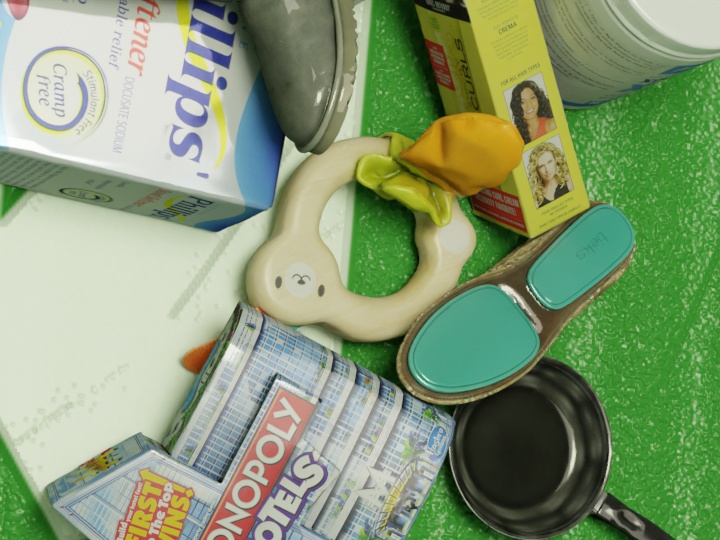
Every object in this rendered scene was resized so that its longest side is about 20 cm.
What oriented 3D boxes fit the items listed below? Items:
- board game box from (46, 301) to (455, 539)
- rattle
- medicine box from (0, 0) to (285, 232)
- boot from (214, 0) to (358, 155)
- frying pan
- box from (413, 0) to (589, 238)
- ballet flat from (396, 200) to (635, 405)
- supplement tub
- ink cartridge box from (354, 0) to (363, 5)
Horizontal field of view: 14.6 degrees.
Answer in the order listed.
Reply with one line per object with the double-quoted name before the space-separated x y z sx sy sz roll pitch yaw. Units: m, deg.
"board game box" -0.072 0.132 1.653 0.199 0.062 0.201 28 91 -12
"rattle" 0.000 0.000 1.680 0.200 0.143 0.131 -35 115 -27
"medicine box" -0.143 -0.136 1.655 0.199 0.103 0.183 12 80 -19
"boot" -0.104 -0.161 1.580 0.199 0.073 0.183 7 67 -27
"frying pan" 0.137 0.119 1.771 0.189 0.031 0.116 16 78 -22
"box" 0.080 -0.124 1.720 0.050 0.075 0.201 -28 117 -21
"ballet flat" 0.091 0.028 1.741 0.200 0.065 0.071 -33 87 -30
"supplement tub" 0.164 -0.178 1.726 0.131 0.200 0.133 2 83 -21
"ink cartridge box" -0.037 -0.272 1.731 0.200 0.068 0.115 43 72 -12
